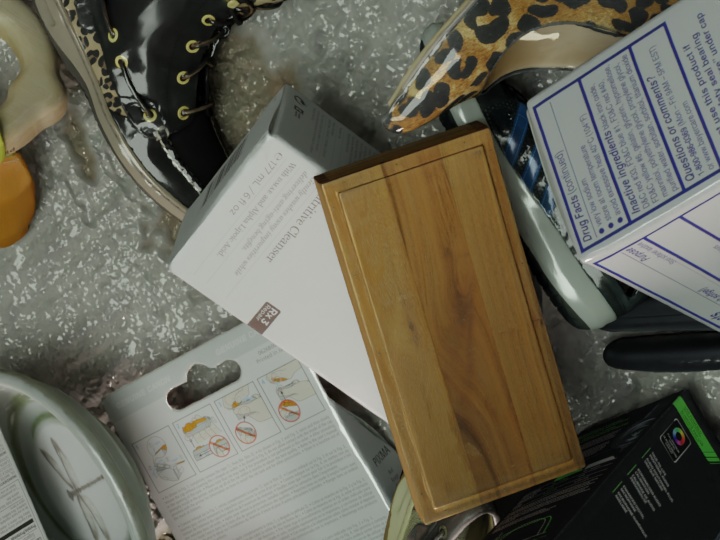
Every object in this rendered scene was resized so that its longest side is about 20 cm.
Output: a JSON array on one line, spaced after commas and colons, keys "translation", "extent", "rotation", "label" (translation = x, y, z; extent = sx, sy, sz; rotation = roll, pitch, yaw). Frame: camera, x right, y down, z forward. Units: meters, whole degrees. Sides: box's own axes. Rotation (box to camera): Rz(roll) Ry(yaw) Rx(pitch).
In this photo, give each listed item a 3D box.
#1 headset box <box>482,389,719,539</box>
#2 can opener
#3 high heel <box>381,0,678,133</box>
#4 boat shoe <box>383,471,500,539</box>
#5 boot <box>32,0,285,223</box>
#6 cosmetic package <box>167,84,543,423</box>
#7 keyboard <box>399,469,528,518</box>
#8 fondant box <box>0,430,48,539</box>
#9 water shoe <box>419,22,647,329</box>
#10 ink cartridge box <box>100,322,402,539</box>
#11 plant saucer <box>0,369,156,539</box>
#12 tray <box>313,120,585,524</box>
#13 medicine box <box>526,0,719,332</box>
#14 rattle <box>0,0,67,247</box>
[{"translation": [0.164, 0.192, 1.075], "extent": [0.092, 0.200, 0.175], "rotation": [-29, 96, 43], "label": "headset box"}, {"translation": [0.227, 0.035, 1.069], "extent": [0.198, 0.079, 0.064], "rotation": [5, 118, 29], "label": "can opener"}, {"translation": [0.120, -0.103, 1.013], "extent": [0.200, 0.071, 0.143], "rotation": [-41, 86, -11], "label": "high heel"}, {"translation": [0.043, 0.204, 1.134], "extent": [0.072, 0.065, 0.202], "rotation": [-7, 122, -19], "label": "boat shoe"}, {"translation": [-0.094, -0.136, 1.128], "extent": [0.150, 0.073, 0.201], "rotation": [-32, 89, 27], "label": "boot"}, {"translation": [0.000, 0.000, 1.101], "extent": [0.199, 0.081, 0.113], "rotation": [34, 115, -11], "label": "cosmetic package"}, {"translation": [0.103, 0.173, 1.180], "extent": [0.104, 0.040, 0.200], "rotation": [-37, 101, 20], "label": "keyboard"}, {"translation": [-0.276, 0.175, 1.275], "extent": [0.144, 0.058, 0.202], "rotation": [-6, 108, 51], "label": "fondant box"}, {"translation": [0.107, -0.065, 1.088], "extent": [0.078, 0.072, 0.201], "rotation": [-31, 94, -1], "label": "water shoe"}, {"translation": [-0.056, 0.135, 1.222], "extent": [0.161, 0.050, 0.201], "rotation": [-27, 92, 27], "label": "ink cartridge box"}, {"translation": [-0.191, 0.149, 1.249], "extent": [0.199, 0.050, 0.202], "rotation": [28, 133, 34], "label": "plant saucer"}, {"translation": [0.050, 0.030, 1.041], "extent": [0.098, 0.037, 0.202], "rotation": [-18, 104, -5], "label": "tray"}, {"translation": [0.219, -0.068, 0.957], "extent": [0.199, 0.182, 0.104], "rotation": [-31, 58, 26], "label": "medicine box"}, {"translation": [-0.271, -0.135, 1.217], "extent": [0.130, 0.143, 0.200], "rotation": [-43, 72, -4], "label": "rattle"}]
